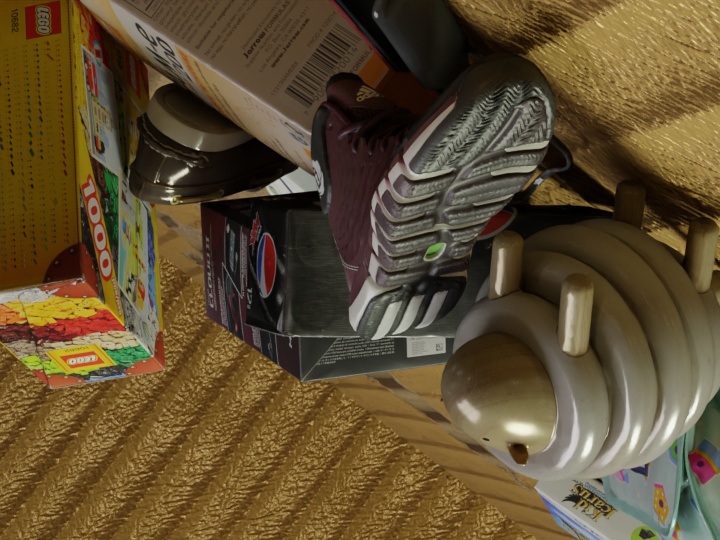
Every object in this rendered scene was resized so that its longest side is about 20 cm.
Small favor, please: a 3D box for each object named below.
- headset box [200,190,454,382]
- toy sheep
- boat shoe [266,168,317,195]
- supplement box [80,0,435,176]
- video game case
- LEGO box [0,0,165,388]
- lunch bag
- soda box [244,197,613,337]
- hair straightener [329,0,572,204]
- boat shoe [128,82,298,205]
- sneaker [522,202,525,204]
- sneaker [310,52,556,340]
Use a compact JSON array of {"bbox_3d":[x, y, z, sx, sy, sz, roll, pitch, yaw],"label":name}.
[{"bbox_3d":[0.000,0.000,1.448,0.148,0.075,0.200,-6,-167,-19],"label":"headset box"},{"bbox_3d":[0.119,0.034,1.241,0.138,0.200,0.138,29,128,45],"label":"toy sheep"},{"bbox_3d":[-0.030,-0.063,1.669,0.066,0.072,0.200,35,174,46],"label":"boat shoe"},{"bbox_3d":[-0.061,-0.125,1.385,0.200,0.074,0.126,34,173,20],"label":"supplement box"},{"bbox_3d":[0.267,0.269,2.501,0.181,0.045,0.200,35,173,19],"label":"video game case"},{"bbox_3d":[-0.174,-0.053,1.449,0.077,0.200,0.149,-10,157,11],"label":"LEGO box"},{"bbox_3d":[0.222,0.126,1.490,0.200,0.122,0.170,56,174,-8],"label":"lunch bag"},{"bbox_3d":[0.043,-0.001,1.317,0.200,0.071,0.063,0,-173,-21],"label":"soda box"},{"bbox_3d":[0.052,-0.085,1.221,0.077,0.041,0.200,30,165,38],"label":"hair straightener"},{"bbox_3d":[-0.073,-0.078,1.512,0.072,0.060,0.200,35,-159,17],"label":"boat shoe"},{"bbox_3d":[0.115,0.012,1.544,0.087,0.076,0.200,2,156,2],"label":"sneaker"},{"bbox_3d":[0.018,-0.063,1.177,0.116,0.076,0.200,65,149,26],"label":"sneaker"}]
